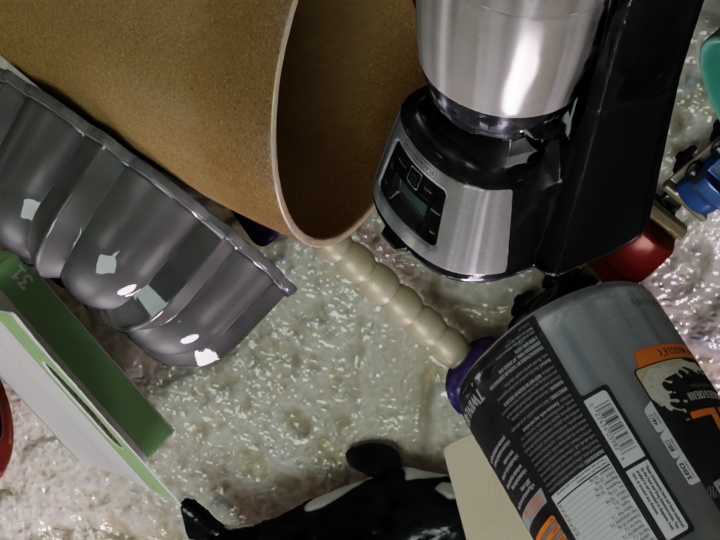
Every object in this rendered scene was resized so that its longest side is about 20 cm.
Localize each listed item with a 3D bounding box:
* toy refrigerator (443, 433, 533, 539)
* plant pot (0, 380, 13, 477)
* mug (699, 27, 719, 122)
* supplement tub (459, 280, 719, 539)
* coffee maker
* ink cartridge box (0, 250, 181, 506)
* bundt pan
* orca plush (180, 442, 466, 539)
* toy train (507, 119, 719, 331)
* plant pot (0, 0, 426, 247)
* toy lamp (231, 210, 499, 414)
[{"bbox_3d":[0.118,0.184,1.067,0.076,0.070,0.202,-27,67,29],"label":"toy refrigerator"},{"bbox_3d":[-0.331,0.116,1.160,0.195,0.201,0.201,-35,108,23],"label":"plant pot"},{"bbox_3d":[0.239,-0.079,0.861,0.114,0.185,0.153,-35,113,-2],"label":"mug"},{"bbox_3d":[0.146,0.117,0.966,0.123,0.122,0.201,-46,62,35],"label":"supplement tub"},{"bbox_3d":[0.106,-0.105,0.895,0.190,0.135,0.201,-4,137,-10],"label":"coffee maker"},{"bbox_3d":[-0.165,0.057,1.079,0.146,0.048,0.200,51,160,-18],"label":"ink cartridge box"},{"bbox_3d":[-0.134,-0.018,0.996,0.201,0.202,0.076,36,85,-9],"label":"bundt pan"},{"bbox_3d":[-0.017,0.156,1.132,0.198,0.071,0.106,6,90,15],"label":"orca plush"},{"bbox_3d":[0.147,-0.016,1.008,0.034,0.046,0.200,39,125,-11],"label":"toy train"},{"bbox_3d":[-0.083,-0.129,0.939,0.199,0.186,0.188,18,127,22],"label":"plant pot"},{"bbox_3d":[0.000,0.000,1.056,0.200,0.058,0.058,42,124,-11],"label":"toy lamp"}]
